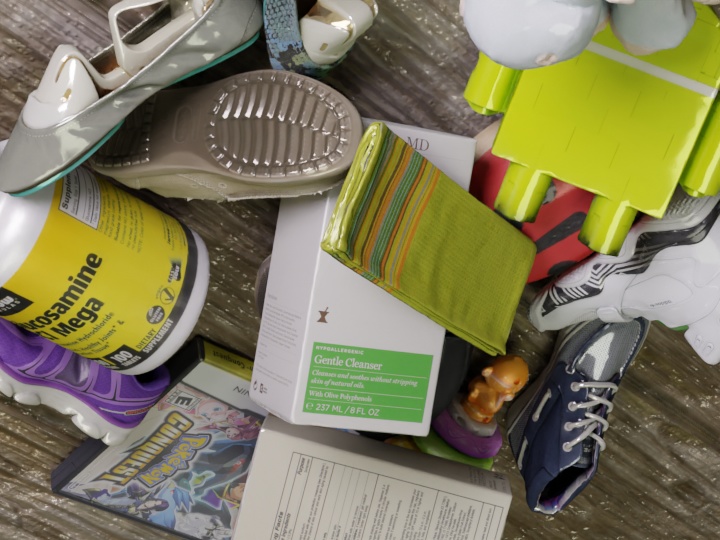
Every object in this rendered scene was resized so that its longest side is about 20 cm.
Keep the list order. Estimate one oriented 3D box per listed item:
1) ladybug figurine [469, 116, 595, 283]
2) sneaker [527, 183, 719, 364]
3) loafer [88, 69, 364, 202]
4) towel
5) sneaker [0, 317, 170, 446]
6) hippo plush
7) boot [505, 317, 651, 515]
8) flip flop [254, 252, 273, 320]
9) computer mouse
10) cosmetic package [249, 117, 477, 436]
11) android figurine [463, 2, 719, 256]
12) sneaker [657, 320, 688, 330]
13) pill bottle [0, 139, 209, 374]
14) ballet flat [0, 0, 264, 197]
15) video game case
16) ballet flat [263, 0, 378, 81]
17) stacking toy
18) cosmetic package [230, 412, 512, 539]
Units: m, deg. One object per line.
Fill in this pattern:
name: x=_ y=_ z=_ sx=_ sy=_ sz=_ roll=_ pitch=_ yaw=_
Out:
ladybug figurine: x=0.130 y=-0.050 z=1.225 sx=0.200 sy=0.072 sz=0.135 roll=-37 pitch=133 yaw=25
sneaker: x=0.213 y=0.022 z=1.268 sx=0.115 sy=0.075 sz=0.200 roll=51 pitch=134 yaw=-2
loafer: x=-0.079 y=-0.082 z=1.117 sx=0.199 sy=0.076 sz=0.068 roll=4 pitch=166 yaw=29
towel: x=0.051 y=-0.016 z=1.114 sx=0.018 sy=0.087 sz=0.200 roll=14 pitch=168 yaw=41
sneaker: x=-0.218 y=0.053 z=1.272 sx=0.083 sy=0.081 sz=0.200 roll=-44 pitch=138 yaw=10
hippo plush: x=0.141 y=-0.181 z=0.982 sx=0.159 sy=0.161 sz=0.200 roll=35 pitch=129 yaw=-3
boot: x=0.183 y=0.106 z=1.394 sx=0.072 sy=0.091 sz=0.201 roll=7 pitch=135 yaw=-20
flip flop: x=-0.013 y=0.018 z=1.283 sx=0.081 sy=0.058 sz=0.200 roll=-25 pitch=154 yaw=25
computer mouse: x=0.034 y=0.084 z=1.320 sx=0.138 sy=0.053 sz=0.200 roll=-15 pitch=159 yaw=-19
cosmetic package: x=0.000 y=0.000 z=1.160 sx=0.107 sy=0.085 sz=0.201 roll=6 pitch=96 yaw=-25
android figurine: x=0.163 y=-0.115 z=1.130 sx=0.181 sy=0.041 sz=0.201 roll=19 pitch=107 yaw=1
sneaker: x=0.279 y=-0.018 z=1.283 sx=0.074 sy=0.084 sz=0.200 roll=6 pitch=137 yaw=-33
pill bottle: x=-0.206 y=-0.016 z=1.152 sx=0.112 sy=0.113 sz=0.199 roll=-38 pitch=132 yaw=27
ballet flat: x=-0.152 y=-0.124 z=1.062 sx=0.199 sy=0.067 sz=0.064 roll=-35 pitch=127 yaw=-5
video game case: x=-0.121 y=0.148 z=1.417 sx=0.180 sy=0.026 sz=0.200 roll=26 pitch=126 yaw=-35
ballet flat: x=-0.022 y=-0.176 z=1.044 sx=0.074 sy=0.075 sz=0.201 roll=-9 pitch=139 yaw=-3
stacking toy: x=0.072 y=0.141 z=1.413 sx=0.116 sy=0.110 sz=0.200 roll=16 pitch=120 yaw=-33
cosmetic package: x=0.008 y=0.186 z=1.342 sx=0.199 sy=0.071 sz=0.106 roll=16 pitch=97 yaw=0
